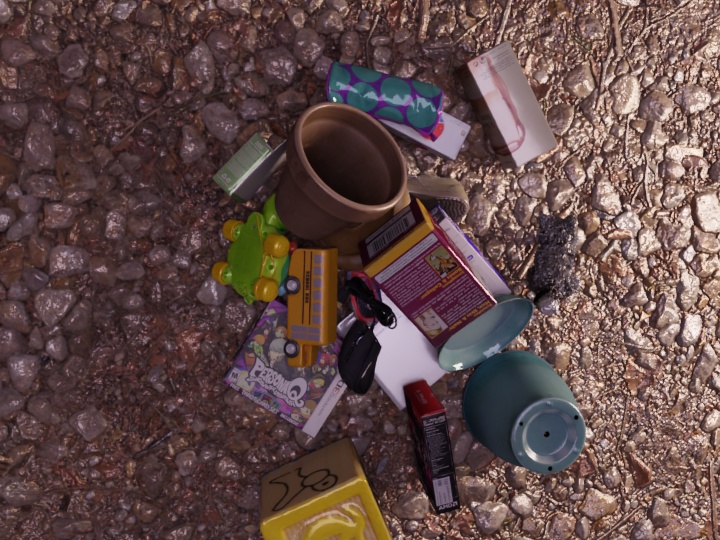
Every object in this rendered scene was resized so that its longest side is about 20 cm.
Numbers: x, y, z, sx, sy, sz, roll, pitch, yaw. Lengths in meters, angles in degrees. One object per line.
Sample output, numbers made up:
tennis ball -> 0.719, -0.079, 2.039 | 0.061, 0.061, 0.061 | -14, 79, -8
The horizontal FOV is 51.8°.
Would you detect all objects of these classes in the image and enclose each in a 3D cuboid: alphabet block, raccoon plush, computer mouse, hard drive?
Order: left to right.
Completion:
alphabet block -> -0.056, 0.442, 1.296 | 0.194, 0.200, 0.198 | -25, 99, -3
computer mouse -> -0.018, 0.111, 1.259 | 0.046, 0.141, 0.201 | -12, 136, -37
hard drive -> 0.062, 0.138, 1.364 | 0.132, 0.026, 0.200 | -39, 99, -1
raccoon plush -> 0.350, -0.018, 1.303 | 0.096, 0.200, 0.135 | 1, 110, 3

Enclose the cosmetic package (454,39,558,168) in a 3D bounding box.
cosmetic package -> 0.254, -0.287, 1.303 | 0.087, 0.103, 0.201 | -29, 97, -1

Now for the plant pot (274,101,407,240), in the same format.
plant pot -> -0.053, -0.137, 1.184 | 0.199, 0.175, 0.202 | 18, 53, -26

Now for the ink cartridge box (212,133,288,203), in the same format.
ink cartridge box -> -0.150, -0.200, 1.241 | 0.048, 0.146, 0.200 | 44, 90, 0

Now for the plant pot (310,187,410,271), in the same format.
plant pot -> -0.010, -0.100, 1.277 | 0.198, 0.027, 0.202 | -4, 81, 23

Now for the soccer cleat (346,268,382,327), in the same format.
soccer cleat -> 0.000, 0.000, 1.304 | 0.066, 0.076, 0.202 | -11, 86, -1

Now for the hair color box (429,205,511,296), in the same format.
hair color box -> 0.161, -0.005, 1.307 | 0.109, 0.065, 0.200 | -39, 117, 12

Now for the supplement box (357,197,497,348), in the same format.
supplement box -> 0.108, 0.005, 1.211 | 0.131, 0.103, 0.200 | -37, 116, 12

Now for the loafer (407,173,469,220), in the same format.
loafer -> 0.095, -0.135, 1.318 | 0.198, 0.069, 0.076 | 10, 134, 6

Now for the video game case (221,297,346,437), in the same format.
video game case -> -0.119, 0.173, 1.331 | 0.199, 0.036, 0.182 | 32, 97, -5

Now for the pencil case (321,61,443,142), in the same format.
pencil case -> 0.038, -0.278, 1.223 | 0.198, 0.085, 0.093 | 10, 79, -7

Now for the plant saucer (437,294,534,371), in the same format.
plant saucer -> 0.216, 0.104, 1.322 | 0.199, 0.200, 0.036 | -31, 58, -3

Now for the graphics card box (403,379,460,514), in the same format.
graphics card box -> 0.127, 0.314, 1.327 | 0.050, 0.126, 0.202 | -14, 108, -8

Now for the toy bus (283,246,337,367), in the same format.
toy bus -> -0.083, 0.061, 1.256 | 0.078, 0.065, 0.202 | 3, 96, 17

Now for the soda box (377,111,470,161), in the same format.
soda box -> 0.088, -0.266, 1.304 | 0.199, 0.064, 0.069 | 26, 93, -8

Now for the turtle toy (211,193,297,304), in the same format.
turtle toy -> -0.162, -0.038, 1.274 | 0.145, 0.101, 0.202 | 20, 96, 36

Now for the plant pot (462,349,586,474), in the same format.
plant pot -> 0.302, 0.261, 1.321 | 0.198, 0.188, 0.202 | -1, 98, -8
